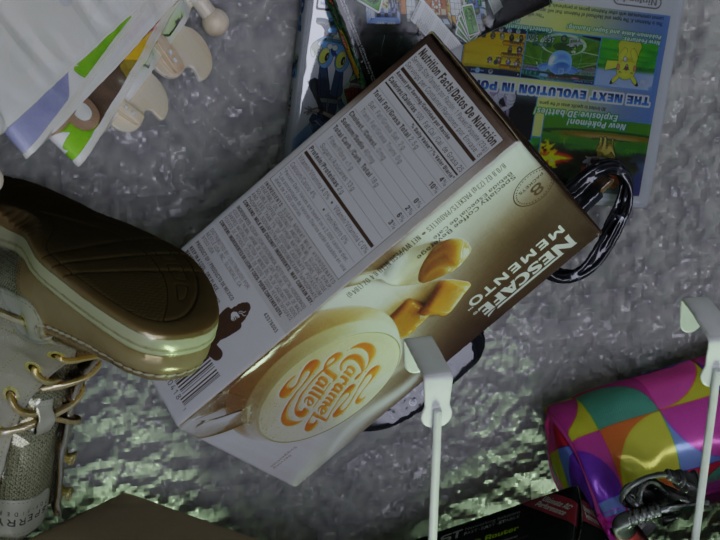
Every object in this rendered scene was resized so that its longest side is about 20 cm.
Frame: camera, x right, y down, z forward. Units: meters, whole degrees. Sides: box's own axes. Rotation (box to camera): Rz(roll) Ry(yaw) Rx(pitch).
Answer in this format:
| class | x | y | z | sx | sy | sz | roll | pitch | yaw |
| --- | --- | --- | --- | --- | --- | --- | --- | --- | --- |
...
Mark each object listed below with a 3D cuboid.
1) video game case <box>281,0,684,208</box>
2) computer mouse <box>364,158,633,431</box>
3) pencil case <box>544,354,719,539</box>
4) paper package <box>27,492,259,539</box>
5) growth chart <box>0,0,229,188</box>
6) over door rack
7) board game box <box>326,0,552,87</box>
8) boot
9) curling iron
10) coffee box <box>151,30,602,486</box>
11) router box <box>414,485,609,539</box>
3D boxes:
| class | x | y | z | sx | sy | sz | roll | pitch | yaw |
| --- | --- | --- | --- | --- | --- | --- | --- | --- | --- |
| video game case | 0.068 | -0.128 | 0.842 | 0.199 | 0.022 | 0.183 | 4 | 104 | -16 |
| computer mouse | 0.061 | 0.012 | 0.868 | 0.200 | 0.034 | 0.059 | -38 | 104 | 2 |
| pencil case | 0.196 | 0.089 | 0.902 | 0.199 | 0.088 | 0.089 | -19 | 109 | -9 |
| paper package | -0.087 | 0.194 | 0.751 | 0.190 | 0.200 | 0.104 | 18 | 103 | 18 |
| growth chart | -0.138 | -0.117 | 0.729 | 0.018 | 0.200 | 0.145 | -20 | 109 | 39 |
| over door rack | 0.097 | 0.122 | 0.741 | 0.147 | 0.067 | 0.201 | -7 | 107 | -14 |
| board game box | 0.011 | -0.198 | 0.783 | 0.105 | 0.023 | 0.201 | -24 | 110 | -6 |
| boot | -0.140 | 0.053 | 0.753 | 0.072 | 0.200 | 0.155 | -2 | 109 | -41 |
| curling iron | 0.162 | 0.154 | 0.870 | 0.049 | 0.026 | 0.200 | -21 | 145 | 2 |
| coffee box | 0.000 | 0.000 | 0.791 | 0.200 | 0.080 | 0.114 | -40 | 147 | 7 |
| router box | 0.057 | 0.213 | 0.868 | 0.199 | 0.062 | 0.150 | -22 | 112 | 21 |
